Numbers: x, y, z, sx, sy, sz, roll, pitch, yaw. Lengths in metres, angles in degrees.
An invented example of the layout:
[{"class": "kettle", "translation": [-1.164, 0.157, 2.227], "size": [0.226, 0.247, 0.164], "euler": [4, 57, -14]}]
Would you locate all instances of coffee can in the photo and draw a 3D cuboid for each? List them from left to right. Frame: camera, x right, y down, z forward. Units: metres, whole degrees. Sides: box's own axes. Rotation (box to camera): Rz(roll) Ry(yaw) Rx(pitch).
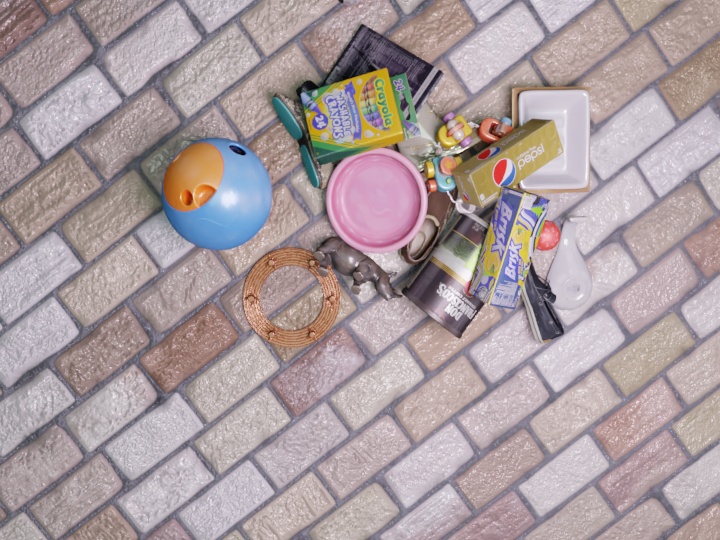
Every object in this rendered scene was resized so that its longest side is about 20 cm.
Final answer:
[{"class": "coffee can", "translation": [0.193, 0.007, 1.223], "size": [0.146, 0.146, 0.201], "euler": [37, 92, -6]}]

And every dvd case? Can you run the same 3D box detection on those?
[{"class": "dvd case", "translation": [0.038, -0.362, 1.208], "size": [0.199, 0.016, 0.150], "euler": [36, 93, 19]}]

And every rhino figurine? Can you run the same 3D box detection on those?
[{"class": "rhino figurine", "translation": [0.000, 0.000, 1.245], "size": [0.198, 0.088, 0.060], "euler": [29, 126, -7]}]

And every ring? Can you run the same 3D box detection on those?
[{"class": "ring", "translation": [-0.138, 0.056, 1.272], "size": [0.197, 0.019, 0.204], "euler": [0, 96, -4]}]

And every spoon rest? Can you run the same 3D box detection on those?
[{"class": "spoon rest", "translation": [0.429, -0.015, 1.287], "size": [0.098, 0.061, 0.203], "euler": [-1, 108, -2]}]

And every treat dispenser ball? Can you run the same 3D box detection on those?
[{"class": "treat dispenser ball", "translation": [-0.261, -0.139, 1.156], "size": [0.197, 0.201, 0.204], "euler": [0, 95, -3]}]

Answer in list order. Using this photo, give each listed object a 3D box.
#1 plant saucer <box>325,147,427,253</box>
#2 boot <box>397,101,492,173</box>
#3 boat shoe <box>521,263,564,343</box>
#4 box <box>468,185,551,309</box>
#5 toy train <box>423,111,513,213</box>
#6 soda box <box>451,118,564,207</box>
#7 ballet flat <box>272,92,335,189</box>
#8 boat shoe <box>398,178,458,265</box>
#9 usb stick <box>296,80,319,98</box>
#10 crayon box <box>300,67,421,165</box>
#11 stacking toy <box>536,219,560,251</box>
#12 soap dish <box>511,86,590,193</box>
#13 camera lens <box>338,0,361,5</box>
[{"class": "plant saucer", "translation": [0.033, -0.136, 1.223], "size": [0.197, 0.051, 0.204], "euler": [3, 105, 12]}, {"class": "boot", "translation": [0.150, -0.291, 1.233], "size": [0.198, 0.072, 0.156], "euler": [-26, 94, 0]}, {"class": "boat shoe", "translation": [0.359, 0.050, 1.268], "size": [0.061, 0.075, 0.203], "euler": [-14, 103, 27]}, {"class": "box", "translation": [0.260, -0.040, 1.112], "size": [0.063, 0.070, 0.203], "euler": [10, 103, -27]}, {"class": "toy train", "translation": [0.204, -0.216, 1.168], "size": [0.149, 0.056, 0.202], "euler": [28, 80, -2]}, {"class": "soda box", "translation": [0.266, -0.197, 1.140], "size": [0.199, 0.064, 0.068], "euler": [-34, 115, -14]}, {"class": "ballet flat", "translation": [-0.098, -0.259, 1.230], "size": [0.075, 0.068, 0.202], "euler": [-32, 103, -22]}, {"class": "boat shoe", "translation": [0.143, -0.103, 1.245], "size": [0.074, 0.075, 0.205], "euler": [22, 93, -5]}, {"class": "usb stick", "translation": [-0.040, -0.293, 1.230], "size": [0.199, 0.056, 0.033], "euler": [40, 123, -6]}, {"class": "crayon box", "translation": [0.001, -0.285, 1.159], "size": [0.197, 0.052, 0.128], "euler": [-15, 83, 6]}, {"class": "stacking toy", "translation": [0.318, -0.072, 1.193], "size": [0.084, 0.200, 0.087], "euler": [-1, 102, -7]}, {"class": "soap dish", "translation": [0.368, -0.253, 1.242], "size": [0.155, 0.081, 0.204], "euler": [-2, 95, -3]}, {"class": "camera lens", "translation": [0.025, -0.590, 1.152], "size": [0.197, 0.160, 0.162], "euler": [-20, 96, -2]}]
